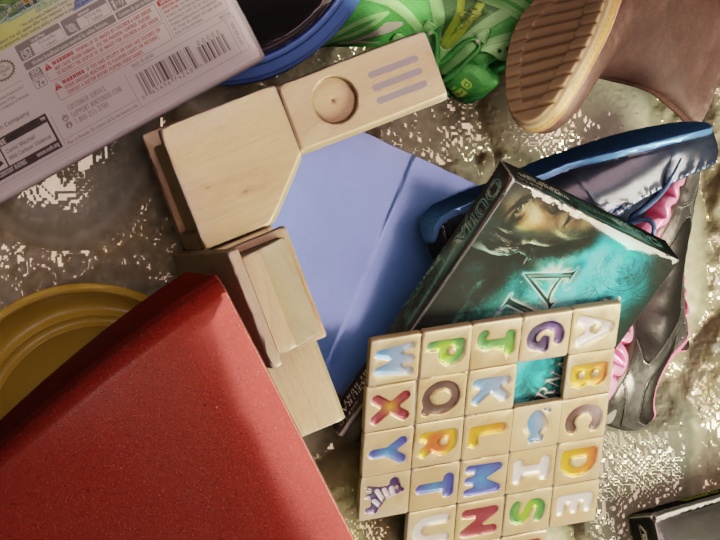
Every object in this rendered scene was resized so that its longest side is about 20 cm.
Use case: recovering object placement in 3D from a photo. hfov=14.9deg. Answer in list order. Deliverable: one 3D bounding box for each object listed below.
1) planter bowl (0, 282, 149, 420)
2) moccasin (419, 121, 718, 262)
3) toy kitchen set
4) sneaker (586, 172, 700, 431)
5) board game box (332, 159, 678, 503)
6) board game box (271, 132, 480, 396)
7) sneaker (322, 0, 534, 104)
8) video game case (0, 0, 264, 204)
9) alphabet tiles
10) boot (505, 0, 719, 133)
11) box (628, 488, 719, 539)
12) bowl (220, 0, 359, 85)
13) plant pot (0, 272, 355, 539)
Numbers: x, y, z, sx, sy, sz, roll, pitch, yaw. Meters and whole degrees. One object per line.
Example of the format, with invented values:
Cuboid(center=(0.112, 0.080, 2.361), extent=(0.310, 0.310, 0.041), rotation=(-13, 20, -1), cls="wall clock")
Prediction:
Cuboid(center=(-0.155, 0.104, 1.660), extent=(0.199, 0.083, 0.202), rotation=(2, 84, -18), cls="planter bowl")
Cuboid(center=(0.135, -0.039, 1.739), extent=(0.199, 0.080, 0.069), rotation=(-20, 100, -7), cls="moccasin")
Cuboid(center=(-0.008, -0.019, 1.639), extent=(0.180, 0.163, 0.201), rotation=(-22, 95, -13), cls="toy kitchen set")
Cuboid(center=(0.185, 0.014, 1.802), extent=(0.095, 0.079, 0.201), rotation=(29, 76, -37), cls="sneaker")
Cuboid(center=(0.088, 0.042, 1.706), extent=(0.135, 0.028, 0.200), rotation=(24, 110, -28), cls="board game box")
Cuboid(center=(0.000, 0.000, 1.749), extent=(0.199, 0.039, 0.159), rotation=(24, 84, -13), cls="board game box")
Cuboid(center=(0.057, -0.151, 1.761), extent=(0.199, 0.074, 0.084), rotation=(-1, 81, -19), cls="sneaker")
Cuboid(center=(-0.186, -0.162, 1.666), extent=(0.199, 0.022, 0.183), rotation=(-28, 92, 3), cls="video game case")
Cuboid(center=(0.077, 0.115, 1.719), extent=(0.166, 0.008, 0.201), rotation=(-9, 123, -19), cls="alphabet tiles")
Cuboid(center=(0.179, -0.138, 1.770), extent=(0.166, 0.072, 0.201), rotation=(43, 60, -39), cls="boot")
Cuboid(center=(0.290, 0.234, 1.822), extent=(0.192, 0.047, 0.201), rotation=(-12, 88, -22), cls="box")
Cuboid(center=(-0.088, -0.216, 1.698), extent=(0.199, 0.039, 0.202), rotation=(0, 89, 3), cls="bowl")
Cuboid(center=(-0.120, 0.130, 1.533), extent=(0.176, 0.200, 0.201), rotation=(-27, 94, -8), cls="plant pot")
